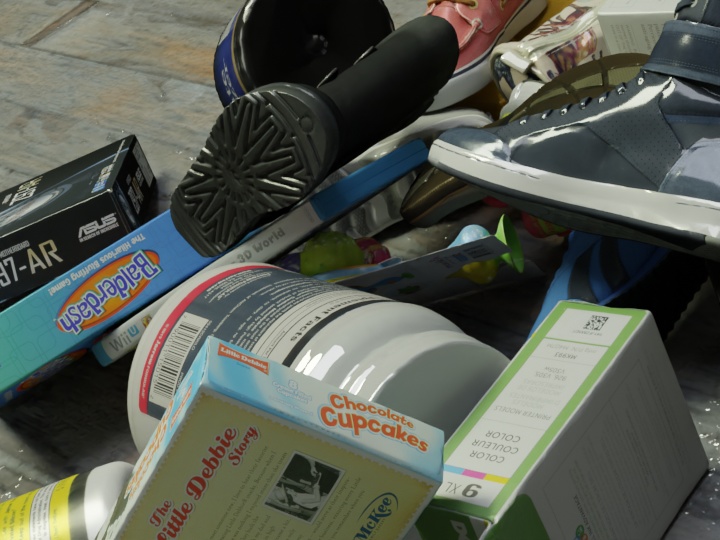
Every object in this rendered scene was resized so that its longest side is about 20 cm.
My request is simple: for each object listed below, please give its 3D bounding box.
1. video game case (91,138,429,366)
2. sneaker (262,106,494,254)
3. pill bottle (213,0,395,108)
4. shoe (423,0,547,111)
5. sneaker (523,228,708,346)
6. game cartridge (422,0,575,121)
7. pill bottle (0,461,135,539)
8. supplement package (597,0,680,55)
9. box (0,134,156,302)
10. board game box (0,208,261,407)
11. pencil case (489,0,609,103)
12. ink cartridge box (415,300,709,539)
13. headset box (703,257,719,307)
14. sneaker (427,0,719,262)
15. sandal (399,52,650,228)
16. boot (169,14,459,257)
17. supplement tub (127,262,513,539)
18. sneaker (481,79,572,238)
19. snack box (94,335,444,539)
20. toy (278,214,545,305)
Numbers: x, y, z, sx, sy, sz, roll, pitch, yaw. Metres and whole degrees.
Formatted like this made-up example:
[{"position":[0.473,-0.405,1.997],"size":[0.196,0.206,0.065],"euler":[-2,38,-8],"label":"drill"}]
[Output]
[{"position":[-0.061,-0.012,1.153],"size":[0.200,0.018,0.143],"euler":[-33,1,33],"label":"video game case"},{"position":[0.005,-0.063,1.265],"size":[0.199,0.075,0.082],"euler":[-10,20,11],"label":"sneaker"},{"position":[-0.045,-0.147,1.321],"size":[0.112,0.112,0.200],"euler":[-31,4,-10],"label":"pill bottle"},{"position":[0.068,-0.191,1.295],"size":[0.071,0.091,0.200],"euler":[1,32,32],"label":"shoe"},{"position":[0.140,-0.004,1.023],"size":[0.078,0.066,0.200],"euler":[33,80,41],"label":"sneaker"},{"position":[0.114,-0.176,1.385],"size":[0.176,0.033,0.200],"euler":[12,50,47],"label":"game cartridge"},{"position":[-0.193,0.183,0.971],"size":[0.199,0.113,0.113],"euler":[-20,31,8],"label":"pill bottle"},{"position":[0.267,-0.139,1.122],"size":[0.199,0.118,0.117],"euler":[5,41,42],"label":"supplement package"},{"position":[-0.234,-0.031,1.352],"size":[0.160,0.044,0.200],"euler":[-23,15,5],"label":"box"},{"position":[-0.165,0.018,1.207],"size":[0.199,0.045,0.152],"euler":[-32,0,-11],"label":"board game box"},{"position":[0.181,-0.165,1.252],"size":[0.200,0.090,0.078],"euler":[-34,47,-14],"label":"pencil case"},{"position":[0.083,0.117,0.876],"size":[0.059,0.104,0.200],"euler":[6,43,41],"label":"ink cartridge box"},{"position":[0.258,0.031,0.907],"size":[0.148,0.077,0.200],"euler":[-21,31,10],"label":"headset box"},{"position":[0.139,-0.091,0.964],"size":[0.202,0.077,0.147],"euler":[14,87,32],"label":"sneaker"},{"position":[0.105,-0.066,1.083],"size":[0.200,0.055,0.082],"euler":[-31,18,37],"label":"sandal"},{"position":[-0.005,-0.096,1.103],"size":[0.200,0.066,0.165],"euler":[-33,0,-38],"label":"boot"},{"position":[-0.018,0.078,0.969],"size":[0.140,0.141,0.200],"euler":[-41,31,-24],"label":"supplement tub"},{"position":[0.143,-0.050,1.134],"size":[0.090,0.078,0.200],"euler":[-50,34,-13],"label":"sneaker"},{"position":[-0.058,0.129,0.848],"size":[0.200,0.116,0.037],"euler":[-58,16,33],"label":"snack box"},{"position":[0.000,0.000,1.115],"size":[0.199,0.115,0.047],"euler":[-12,76,18],"label":"toy"}]
